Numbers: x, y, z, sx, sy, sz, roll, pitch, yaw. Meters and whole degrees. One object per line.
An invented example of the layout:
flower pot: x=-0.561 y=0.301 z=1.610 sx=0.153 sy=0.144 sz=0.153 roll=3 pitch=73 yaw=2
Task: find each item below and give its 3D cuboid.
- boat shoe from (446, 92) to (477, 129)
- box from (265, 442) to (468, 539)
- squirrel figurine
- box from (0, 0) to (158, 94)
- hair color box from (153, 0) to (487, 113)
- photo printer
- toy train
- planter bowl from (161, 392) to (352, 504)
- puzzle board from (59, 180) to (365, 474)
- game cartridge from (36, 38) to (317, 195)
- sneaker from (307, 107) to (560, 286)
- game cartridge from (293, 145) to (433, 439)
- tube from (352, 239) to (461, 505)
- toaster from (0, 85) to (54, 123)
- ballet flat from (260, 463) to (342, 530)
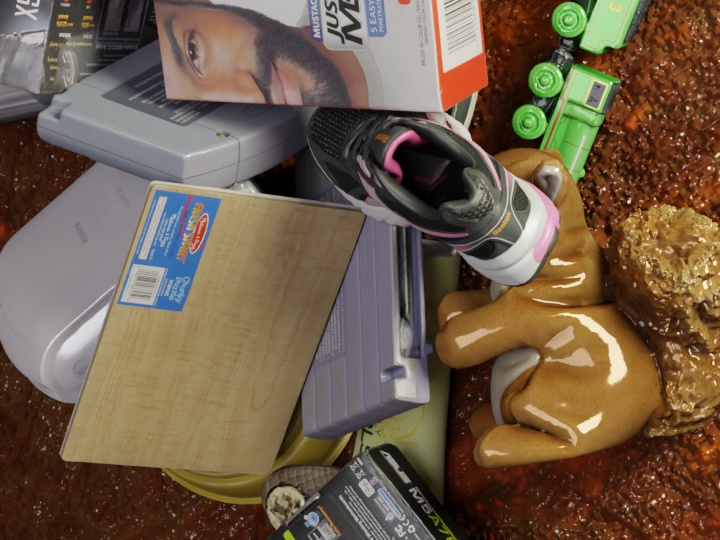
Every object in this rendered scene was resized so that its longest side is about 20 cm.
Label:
boat shoe: x=0.040 y=-0.160 z=1.584 sx=0.072 sy=0.068 sz=0.201 roll=11 pitch=99 yaw=23
box: x=0.007 y=0.247 z=1.578 sx=0.193 sy=0.047 sz=0.200 roll=-46 pitch=74 yaw=25
squirrel figurine: x=0.141 y=0.013 z=1.511 sx=0.199 sy=0.142 sz=0.187 roll=-7 pitch=93 yaw=9
box: x=-0.165 y=-0.197 z=1.606 sx=0.050 sy=0.200 sz=0.158 roll=16 pitch=101 yaw=23
hair color box: x=-0.028 y=-0.159 z=1.486 sx=0.200 sy=0.064 sz=0.111 roll=5 pitch=112 yaw=32
photo printer: x=-0.156 y=-0.010 z=1.617 sx=0.200 sy=0.069 sz=0.166 roll=-40 pitch=32 yaw=3
toy train: x=0.132 y=-0.107 z=1.557 sx=0.056 sy=0.042 sz=0.200 roll=23 pitch=104 yaw=10
planter bowl: x=-0.102 y=0.064 z=1.655 sx=0.200 sy=0.083 sz=0.201 roll=2 pitch=94 yaw=26
puzzle board: x=-0.095 y=0.038 z=1.550 sx=0.017 sy=0.150 sz=0.200 roll=52 pitch=128 yaw=52
game cartridge: x=-0.098 y=-0.107 z=1.584 sx=0.133 sy=0.200 sz=0.042 roll=24 pitch=123 yaw=21
sneaker: x=0.032 y=-0.067 z=1.459 sx=0.200 sy=0.086 sz=0.080 roll=27 pitch=84 yaw=44
game cartridge: x=0.000 y=0.000 z=1.577 sx=0.130 sy=0.038 sz=0.201 roll=150 pitch=122 yaw=-60
tube: x=0.031 y=0.081 z=1.613 sx=0.058 sy=0.052 sz=0.201 roll=-143 pitch=56 yaw=-62
toaster: x=-0.251 y=-0.176 z=1.700 sx=0.129 sy=0.114 sz=0.201 roll=-11 pitch=90 yaw=30
ballet flat: x=0.019 y=0.185 z=1.611 sx=0.200 sy=0.046 sz=0.068 roll=24 pitch=126 yaw=17
